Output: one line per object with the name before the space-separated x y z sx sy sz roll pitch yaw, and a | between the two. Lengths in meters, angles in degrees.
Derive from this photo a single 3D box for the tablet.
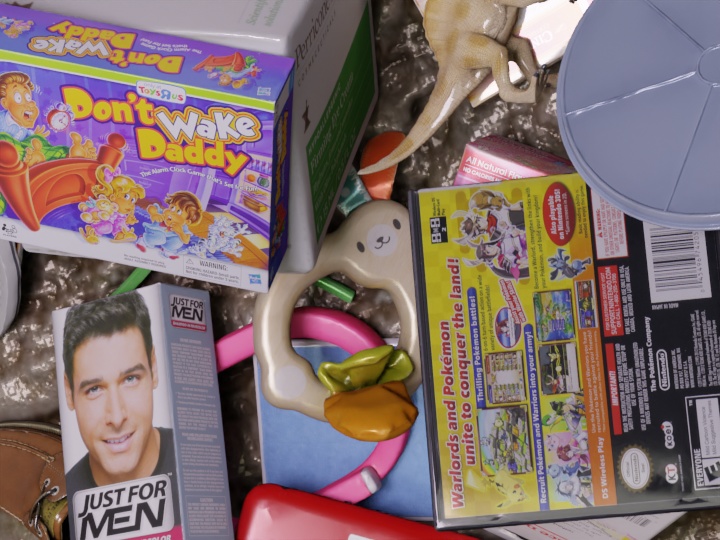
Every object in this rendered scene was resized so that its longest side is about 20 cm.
tablet | 0.024 0.111 1.223 0.198 0.014 0.131 -1 99 16

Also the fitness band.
fitness band | -0.061 0.109 1.220 0.199 0.037 0.144 -28 92 17

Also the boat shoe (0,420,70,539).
boat shoe | -0.208 0.164 1.264 0.199 0.068 0.072 18 104 11

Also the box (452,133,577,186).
box | 0.150 -0.005 1.095 0.199 0.095 0.103 21 103 11

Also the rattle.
rattle | 0.000 0.000 1.119 0.129 0.143 0.201 16 88 8

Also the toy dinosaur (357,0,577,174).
toy dinosaur | 0.077 -0.137 1.080 0.101 0.058 0.201 24 98 25

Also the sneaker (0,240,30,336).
sneaker | -0.264 -0.044 1.245 0.078 0.079 0.201 16 128 17

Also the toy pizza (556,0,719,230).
toy pizza | 0.209 -0.111 1.004 0.199 0.032 0.202 -12 62 22

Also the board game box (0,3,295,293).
board game box | -0.140 -0.070 0.990 0.198 0.045 0.135 11 131 8

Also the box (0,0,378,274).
box | -0.106 -0.129 1.094 0.198 0.200 0.172 4 130 14

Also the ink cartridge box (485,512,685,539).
ink cartridge box | 0.137 0.127 1.126 0.116 0.200 0.068 26 65 0

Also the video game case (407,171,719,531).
video game case | 0.124 0.043 1.016 0.179 0.026 0.202 -6 79 7

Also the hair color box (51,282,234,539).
hair color box | -0.147 0.118 1.187 0.098 0.060 0.202 -14 75 30

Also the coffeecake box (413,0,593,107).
coffeecake box | 0.094 -0.229 1.115 0.153 0.073 0.201 -29 91 17

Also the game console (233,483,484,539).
game console | 0.000 0.254 1.222 0.199 0.119 0.174 14 81 2

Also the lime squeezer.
lime squeezer | -0.106 -0.002 1.226 0.198 0.038 0.071 -5 98 15
